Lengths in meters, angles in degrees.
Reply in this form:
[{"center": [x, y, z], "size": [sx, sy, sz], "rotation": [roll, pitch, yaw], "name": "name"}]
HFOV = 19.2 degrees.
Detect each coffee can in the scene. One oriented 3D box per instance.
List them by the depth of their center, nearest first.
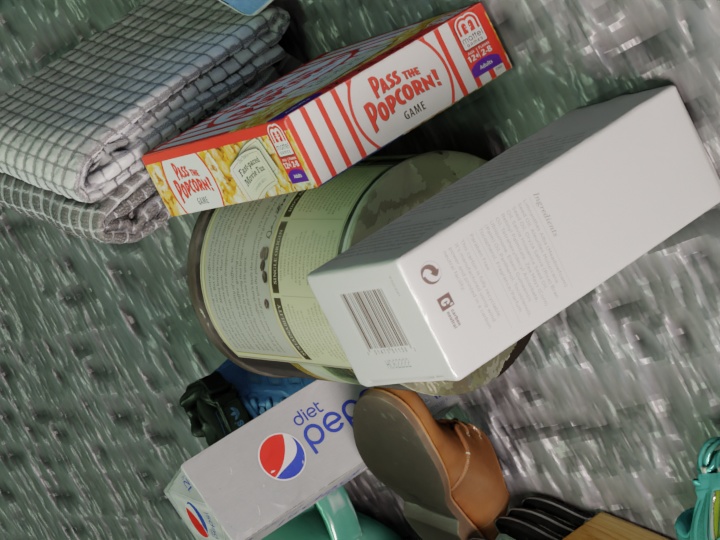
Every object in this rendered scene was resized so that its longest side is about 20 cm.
[{"center": [0.000, 0.000, 1.340], "size": [0.200, 0.146, 0.147], "rotation": [2, 120, 58], "name": "coffee can"}]

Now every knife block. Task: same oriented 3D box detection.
[{"center": [0.168, 0.199, 1.378], "size": [0.199, 0.176, 0.064], "rotation": [-12, 117, 14], "name": "knife block"}]

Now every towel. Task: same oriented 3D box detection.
[{"center": [-0.147, -0.103, 1.428], "size": [0.165, 0.200, 0.086], "rotation": [18, 140, 51], "name": "towel"}]

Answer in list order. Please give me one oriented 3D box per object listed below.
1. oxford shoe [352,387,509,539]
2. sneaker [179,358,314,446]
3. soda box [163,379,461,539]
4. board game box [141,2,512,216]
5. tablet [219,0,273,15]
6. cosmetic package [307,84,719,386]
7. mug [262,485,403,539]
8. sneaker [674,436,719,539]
[{"center": [0.051, 0.121, 1.421], "size": [0.071, 0.071, 0.200], "rotation": [22, 157, 32], "name": "oxford shoe"}, {"center": [-0.057, 0.109, 1.588], "size": [0.200, 0.111, 0.077], "rotation": [19, 134, 51], "name": "sneaker"}, {"center": [-0.033, 0.118, 1.458], "size": [0.068, 0.200, 0.063], "rotation": [54, 154, 9], "name": "soda box"}, {"center": [-0.024, -0.093, 1.281], "size": [0.200, 0.151, 0.046], "rotation": [-8, 111, 60], "name": "board game box"}, {"center": [-0.074, -0.224, 1.283], "size": [0.130, 0.014, 0.200], "rotation": [28, 150, -20], "name": "tablet"}, {"center": [0.083, -0.018, 1.123], "size": [0.101, 0.200, 0.071], "rotation": [-9, 111, 61], "name": "cosmetic package"}, {"center": [-0.031, 0.250, 1.632], "size": [0.114, 0.152, 0.185], "rotation": [19, 154, 44], "name": "mug"}, {"center": [0.217, 0.125, 1.192], "size": [0.080, 0.077, 0.200], "rotation": [55, 154, 25], "name": "sneaker"}]
